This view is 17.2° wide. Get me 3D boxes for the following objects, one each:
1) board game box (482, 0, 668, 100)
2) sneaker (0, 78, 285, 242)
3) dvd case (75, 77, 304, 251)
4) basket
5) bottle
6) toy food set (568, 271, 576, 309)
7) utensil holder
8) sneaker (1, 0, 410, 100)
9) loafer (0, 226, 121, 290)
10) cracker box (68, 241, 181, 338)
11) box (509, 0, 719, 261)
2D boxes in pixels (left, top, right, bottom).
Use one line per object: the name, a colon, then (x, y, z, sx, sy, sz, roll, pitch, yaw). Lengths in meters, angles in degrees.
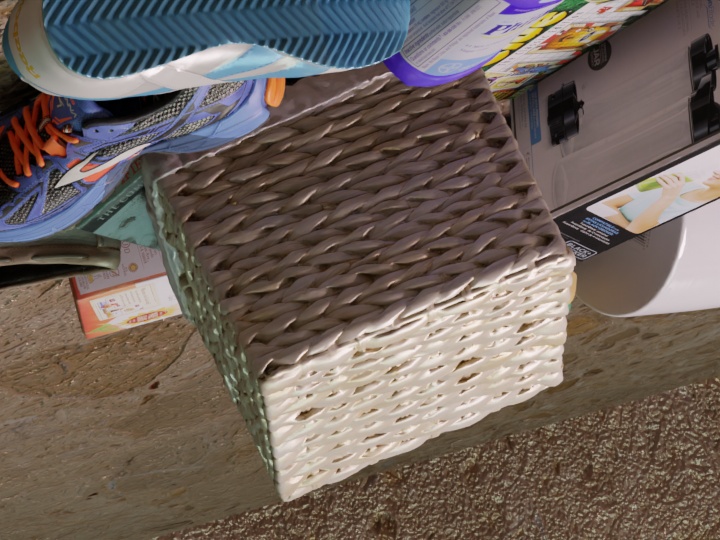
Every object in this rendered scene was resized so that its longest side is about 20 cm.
board game box: (0.107, -0.141, 1.352, 0.105, 0.024, 0.200, -5, 163, -37)
sneaker: (-0.140, -0.080, 1.206, 0.200, 0.076, 0.078, -28, 157, 14)
dvd case: (-0.057, -0.055, 1.383, 0.146, 0.022, 0.200, -38, 152, 21)
basket: (0.000, 0.000, 1.333, 0.199, 0.161, 0.198, -21, 155, -8)
bottle: (0.079, -0.154, 1.128, 0.083, 0.065, 0.200, -30, 178, -36)
toy food set: (0.041, 0.019, 1.558, 0.199, 0.049, 0.198, -4, 165, -2)
utensil holder: (0.240, -0.058, 1.572, 0.199, 0.171, 0.170, -6, 165, -31)
sneaker: (-0.069, -0.121, 1.102, 0.199, 0.077, 0.081, -6, 179, -31)
loafer: (-0.234, -0.001, 1.419, 0.199, 0.063, 0.072, -20, 168, 17)
cracker box: (-0.094, -0.018, 1.555, 0.199, 0.058, 0.134, -15, 169, -7)
box: (0.182, -0.097, 1.407, 0.060, 0.117, 0.200, 23, 145, -39)
